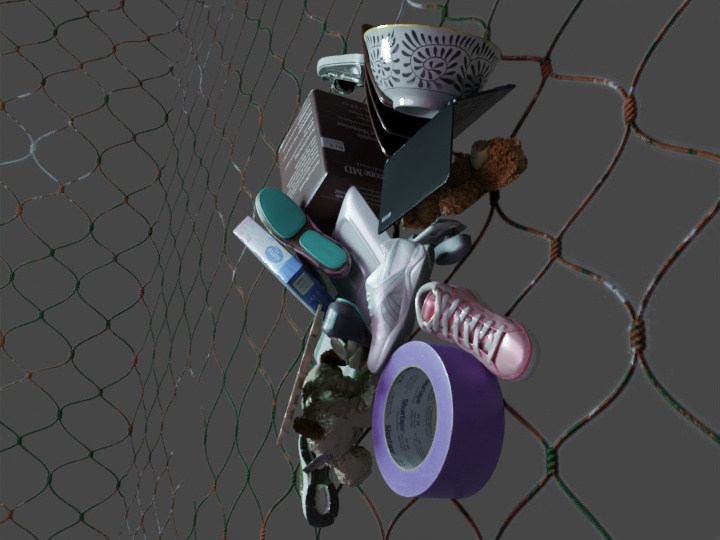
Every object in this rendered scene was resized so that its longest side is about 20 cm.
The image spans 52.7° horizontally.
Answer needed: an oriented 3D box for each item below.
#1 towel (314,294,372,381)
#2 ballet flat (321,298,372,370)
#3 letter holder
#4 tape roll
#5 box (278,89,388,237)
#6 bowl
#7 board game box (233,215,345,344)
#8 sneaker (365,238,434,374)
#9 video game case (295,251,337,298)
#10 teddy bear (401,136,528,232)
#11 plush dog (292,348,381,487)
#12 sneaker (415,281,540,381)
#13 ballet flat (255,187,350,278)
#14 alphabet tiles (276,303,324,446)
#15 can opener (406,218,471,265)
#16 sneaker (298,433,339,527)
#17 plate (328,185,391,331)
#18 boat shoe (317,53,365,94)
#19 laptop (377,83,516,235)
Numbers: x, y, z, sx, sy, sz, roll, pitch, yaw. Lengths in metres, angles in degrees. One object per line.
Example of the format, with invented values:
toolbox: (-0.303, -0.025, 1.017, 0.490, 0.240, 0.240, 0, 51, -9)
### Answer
towel: (-0.023, 0.156, 1.294, 0.200, 0.030, 0.151, 56, 131, 51)
ballet flat: (-0.008, 0.111, 1.106, 0.072, 0.200, 0.074, -9, 61, 18)
letter holder: (0.050, -0.286, 1.178, 0.101, 0.140, 0.202, -52, 38, 41)
tape roll: (0.099, 0.200, 0.974, 0.199, 0.084, 0.203, -29, 56, 56)
box: (-0.035, -0.173, 1.276, 0.165, 0.164, 0.202, -50, 40, 43)
bowl: (0.095, -0.270, 1.027, 0.200, 0.198, 0.096, 13, 95, 63)
board game box: (-0.107, 0.018, 1.237, 0.043, 0.200, 0.199, -46, 44, -6)
sneaker: (0.043, 0.050, 1.056, 0.079, 0.070, 0.203, 19, 93, 19)
video game case: (-0.090, -0.063, 1.371, 0.022, 0.183, 0.202, -17, 54, 9)
teddy bear: (0.131, -0.121, 0.993, 0.145, 0.067, 0.199, -41, 10, -30)
plush dog: (-0.050, 0.225, 1.179, 0.172, 0.158, 0.203, -127, 52, -63)
sneaker: (0.136, 0.074, 0.927, 0.200, 0.103, 0.076, 46, 119, 57)
ballet flat: (-0.095, -0.052, 1.182, 0.069, 0.199, 0.071, -45, -16, -21)
alphabet tiles: (-0.088, 0.156, 1.105, 0.197, 0.014, 0.201, -75, 4, -46)
can opener: (0.091, -0.024, 1.102, 0.200, 0.052, 0.067, -35, 52, 55)
sneaker: (-0.085, 0.354, 1.296, 0.089, 0.076, 0.203, 133, 142, -59)
plate: (0.000, 0.000, 1.179, 0.201, 0.032, 0.201, 57, 147, 25)
boat shoe: (-0.037, -0.392, 1.463, 0.199, 0.070, 0.065, 17, 95, 61)
laptop: (0.118, -0.155, 1.007, 0.177, 0.198, 0.104, -34, 80, 53)
